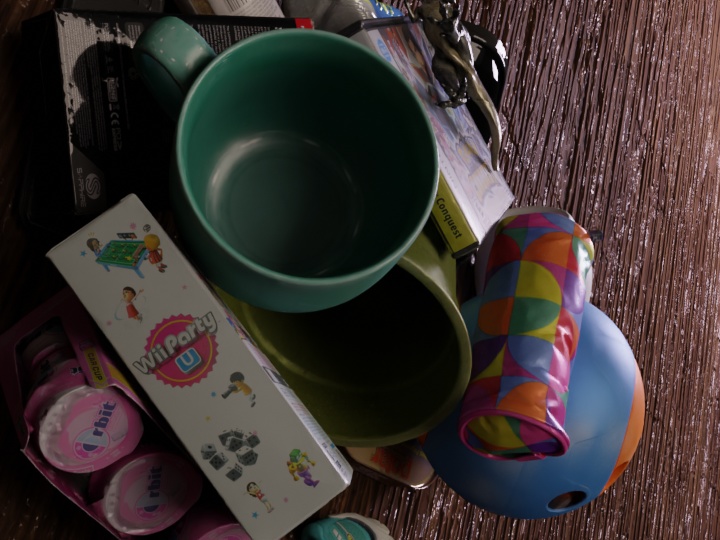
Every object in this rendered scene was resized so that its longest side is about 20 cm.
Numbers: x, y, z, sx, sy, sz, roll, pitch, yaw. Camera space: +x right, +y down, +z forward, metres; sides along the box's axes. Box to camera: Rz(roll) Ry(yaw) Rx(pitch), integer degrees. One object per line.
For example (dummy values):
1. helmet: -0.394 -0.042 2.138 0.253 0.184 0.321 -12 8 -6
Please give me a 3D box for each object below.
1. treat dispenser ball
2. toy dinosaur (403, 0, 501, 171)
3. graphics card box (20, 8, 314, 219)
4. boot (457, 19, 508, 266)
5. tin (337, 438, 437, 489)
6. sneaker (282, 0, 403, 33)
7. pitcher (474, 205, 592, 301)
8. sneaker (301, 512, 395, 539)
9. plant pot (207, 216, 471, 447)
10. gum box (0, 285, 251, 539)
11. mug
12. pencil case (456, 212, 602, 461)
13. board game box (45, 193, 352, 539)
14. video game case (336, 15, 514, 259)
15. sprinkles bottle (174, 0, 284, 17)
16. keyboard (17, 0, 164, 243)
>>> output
1. treat dispenser ball: 0.143 0.113 0.976 0.201 0.201 0.201 9 80 -56
2. toy dinosaur: 0.072 -0.168 0.888 0.200 0.047 0.088 64 12 -6
3. graphics card box: -0.115 -0.103 0.737 0.200 0.051 0.126 -10 97 -42
4. boot: 0.083 -0.109 1.030 0.211 0.079 0.158 78 25 -59
5. tin: 0.018 0.127 0.996 0.200 0.042 0.112 38 53 -50
6. sneaker: -0.007 -0.210 0.974 0.200 0.076 0.105 62 28 -43
7. pitcher: 0.187 0.030 1.209 0.172 0.121 0.200 -64 151 -66
8. sneaker: -0.022 0.298 0.907 0.080 0.077 0.200 10 73 -36
9. plant pot: 0.000 0.000 0.873 0.190 0.200 0.200 -69 141 -52
10. gum box: -0.135 0.108 0.683 0.066 0.114 0.200 -37 127 -4
11. mug: -0.044 -0.066 0.681 0.152 0.114 0.185 -14 78 -15
12. pencil case: 0.129 0.048 0.849 0.088 0.088 0.200 53 43 -39
13. board game box: -0.088 0.062 0.674 0.200 0.064 0.148 53 -5 7
14. video game case: 0.059 -0.114 0.882 0.181 0.025 0.200 61 20 -5
15. sprinkles bottle: -0.090 -0.183 0.833 0.200 0.068 0.068 60 42 -34
16. keyboard: -0.163 -0.106 0.761 0.127 0.021 0.200 25 67 -46
